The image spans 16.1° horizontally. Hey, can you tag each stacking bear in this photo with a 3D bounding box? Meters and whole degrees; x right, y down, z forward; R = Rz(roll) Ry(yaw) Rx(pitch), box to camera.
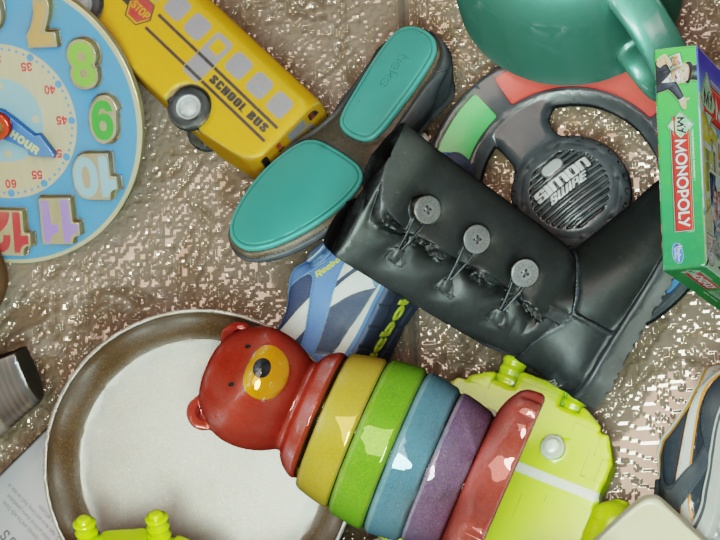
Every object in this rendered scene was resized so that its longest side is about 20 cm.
[{"bbox_3d":[-0.004,0.098,1.558,0.199,0.114,0.122,24,76,5],"label":"stacking bear"}]

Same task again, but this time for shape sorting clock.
[{"bbox_3d":[-0.241,-0.101,1.716,0.199,0.039,0.201,5,112,13],"label":"shape sorting clock"}]

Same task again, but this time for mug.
[{"bbox_3d":[0.146,-0.208,1.647,0.184,0.114,0.152,17,68,18],"label":"mug"}]

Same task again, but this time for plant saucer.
[{"bbox_3d":[-0.102,0.124,1.628,0.199,0.032,0.201,0,90,1],"label":"plant saucer"}]

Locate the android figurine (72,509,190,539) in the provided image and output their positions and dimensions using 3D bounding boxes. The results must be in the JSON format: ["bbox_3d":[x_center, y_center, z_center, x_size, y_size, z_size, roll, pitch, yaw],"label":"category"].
[{"bbox_3d":[-0.135,0.237,1.601,0.181,0.041,0.201,-6,118,7],"label":"android figurine"}]

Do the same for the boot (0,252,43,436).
[{"bbox_3d":[-0.303,0.042,1.707,0.146,0.070,0.201,-21,83,14],"label":"boot"}]

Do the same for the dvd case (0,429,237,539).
[{"bbox_3d":[-0.152,0.153,1.681,0.200,0.025,0.150,-45,75,-1],"label":"dvd case"}]

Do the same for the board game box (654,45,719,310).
[{"bbox_3d":[0.223,-0.047,1.572,0.029,0.200,0.135,-5,77,22],"label":"board game box"}]

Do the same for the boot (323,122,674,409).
[{"bbox_3d":[0.098,-0.032,1.589,0.200,0.066,0.165,30,78,-7],"label":"boot"}]

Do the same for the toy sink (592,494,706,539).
[{"bbox_3d":[0.198,0.254,1.518,0.200,0.112,0.130,45,103,-3],"label":"toy sink"}]

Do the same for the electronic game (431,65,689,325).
[{"bbox_3d":[0.138,-0.050,1.671,0.199,0.042,0.201,-2,78,10],"label":"electronic game"}]

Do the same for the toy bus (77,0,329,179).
[{"bbox_3d":[-0.118,-0.144,1.724,0.200,0.065,0.078,43,88,16],"label":"toy bus"}]

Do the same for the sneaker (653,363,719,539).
[{"bbox_3d":[0.224,0.155,1.600,0.078,0.079,0.201,9,104,-22],"label":"sneaker"}]

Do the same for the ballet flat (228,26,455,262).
[{"bbox_3d":[-0.006,-0.072,1.685,0.073,0.073,0.200,37,79,15],"label":"ballet flat"}]

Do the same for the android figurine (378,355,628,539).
[{"bbox_3d":[0.087,0.149,1.632,0.182,0.041,0.201,23,85,14],"label":"android figurine"}]

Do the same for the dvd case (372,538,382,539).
[{"bbox_3d":[-0.066,0.260,1.578,0.199,0.151,0.025,-16,30,-9],"label":"dvd case"}]

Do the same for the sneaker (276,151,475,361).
[{"bbox_3d":[0.000,0.000,1.654,0.082,0.074,0.200,39,102,26],"label":"sneaker"}]
